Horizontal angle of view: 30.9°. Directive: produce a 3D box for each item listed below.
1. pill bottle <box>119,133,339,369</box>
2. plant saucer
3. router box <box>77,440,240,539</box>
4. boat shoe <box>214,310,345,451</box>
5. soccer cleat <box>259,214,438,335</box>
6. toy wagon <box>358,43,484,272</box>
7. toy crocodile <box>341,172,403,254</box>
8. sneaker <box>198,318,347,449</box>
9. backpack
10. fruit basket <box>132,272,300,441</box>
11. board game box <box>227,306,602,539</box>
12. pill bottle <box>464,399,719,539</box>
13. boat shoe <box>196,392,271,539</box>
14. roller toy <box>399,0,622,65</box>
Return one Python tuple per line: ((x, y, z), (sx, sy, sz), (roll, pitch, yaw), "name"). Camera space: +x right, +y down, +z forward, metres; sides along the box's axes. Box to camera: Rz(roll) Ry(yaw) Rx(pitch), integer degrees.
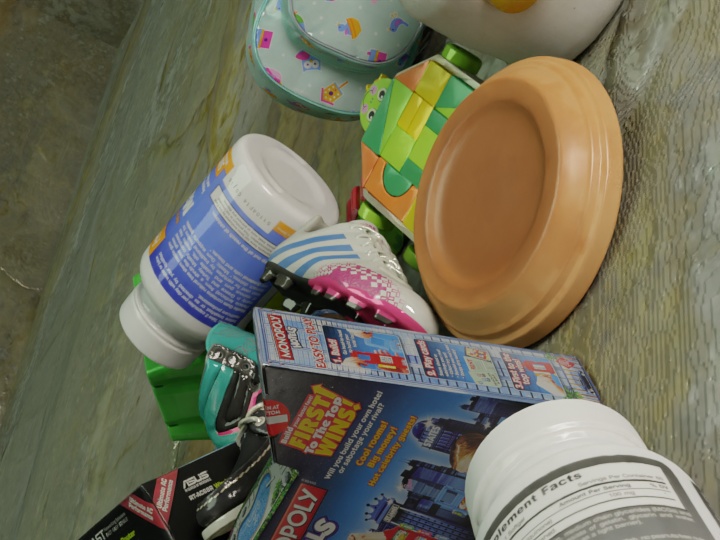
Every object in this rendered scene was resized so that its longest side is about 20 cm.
((-0.119, -0.010, 1.119), (0.200, 0.112, 0.112), (-46, 27, 22), "pill bottle")
((0.094, -0.048, 0.869), (0.200, 0.037, 0.202), (-31, 52, 50), "plant saucer")
((-0.134, 0.193, 0.953), (0.200, 0.149, 0.062), (-41, 75, 41), "router box")
((-0.068, 0.122, 1.127), (0.201, 0.072, 0.072), (-62, 22, 16), "boat shoe")
((0.000, 0.000, 0.971), (0.087, 0.070, 0.199), (-50, 36, -15), "soccer cleat")
((0.049, -0.098, 1.013), (0.200, 0.039, 0.156), (44, 112, 43), "toy wagon")
((0.027, -0.075, 1.104), (0.200, 0.061, 0.068), (-53, 24, 34), "toy crocodile")
((-0.062, 0.070, 1.054), (0.201, 0.120, 0.084), (-53, -14, 5), "sneaker")
((-0.019, -0.245, 1.245), (0.153, 0.174, 0.202), (-144, 73, -74), "backpack")
((-0.114, 0.049, 1.276), (0.217, 0.213, 0.157), (-95, -7, -52), "fruit basket")
((0.005, 0.111, 0.757), (0.201, 0.198, 0.062), (-59, 22, 21), "board game box")
((0.113, 0.148, 0.560), (0.117, 0.115, 0.200), (-60, 20, 19), "pill bottle")
((-0.048, 0.105, 0.875), (0.200, 0.061, 0.074), (-37, 0, -41), "boat shoe")
((0.112, -0.247, 0.951), (0.182, 0.139, 0.202), (-30, 42, 60), "roller toy")
